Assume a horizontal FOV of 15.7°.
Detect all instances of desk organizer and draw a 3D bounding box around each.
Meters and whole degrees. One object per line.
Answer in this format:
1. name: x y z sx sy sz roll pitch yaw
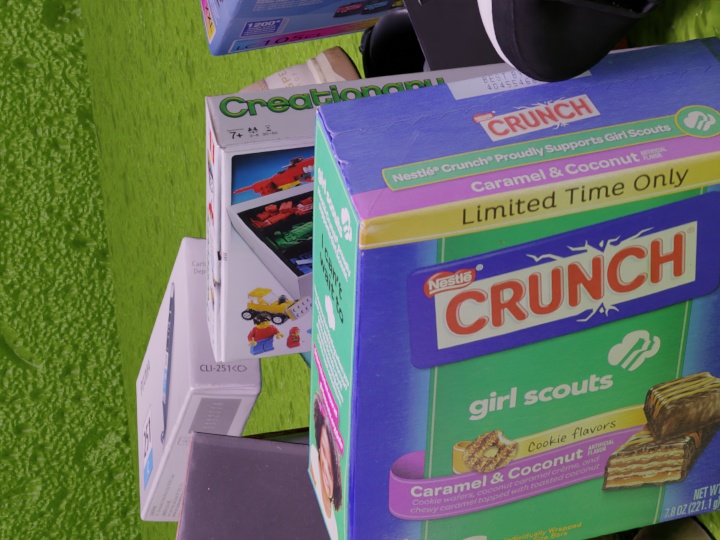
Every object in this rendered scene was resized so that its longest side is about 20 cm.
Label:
1. desk organizer: 0.016 0.129 1.249 0.077 0.199 0.072 75 -158 -75

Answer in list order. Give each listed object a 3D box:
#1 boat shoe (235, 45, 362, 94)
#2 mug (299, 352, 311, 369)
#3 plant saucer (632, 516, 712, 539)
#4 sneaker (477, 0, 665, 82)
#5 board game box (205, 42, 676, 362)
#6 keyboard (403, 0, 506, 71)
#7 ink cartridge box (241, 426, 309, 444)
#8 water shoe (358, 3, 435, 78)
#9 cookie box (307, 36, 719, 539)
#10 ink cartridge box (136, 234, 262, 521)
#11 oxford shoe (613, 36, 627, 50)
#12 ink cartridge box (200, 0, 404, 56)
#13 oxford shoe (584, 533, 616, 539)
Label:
1. boat shoe: 0.000 0.000 1.206 0.072 0.065 0.201 -132 20 -77
2. mug: 0.013 -0.006 1.414 0.185 0.114 0.153 -131 34 -70
3. plant saucer: 0.142 0.208 1.159 0.200 0.031 0.201 170 90 -78
4. sneaker: 0.103 -0.118 0.900 0.112 0.073 0.201 -108 32 -41
5. board game box: 0.035 -0.026 1.081 0.127 0.199 0.035 94 165 -45
6. keyboard: 0.073 -0.151 1.059 0.200 0.021 0.128 -27 83 53
7. ink cartridge box: 0.005 0.133 1.476 0.200 0.144 0.084 -172 76 -78
8. water shoe: 0.040 -0.098 1.233 0.079 0.071 0.200 56 -171 -21
9. cookie box: 0.067 0.019 1.038 0.075 0.170 0.201 -115 19 -46
10. ink cartridge box: -0.095 0.029 1.506 0.200 0.044 0.177 116 154 -61
11. oxford shoe: 0.068 -0.167 1.132 0.071 0.072 0.201 -174 76 -78
12. ink cartridge box: -0.008 -0.179 1.335 0.200 0.136 0.077 129 128 -75
13. oxford shoe: 0.099 0.089 1.158 0.071 0.072 0.201 90 171 -53
